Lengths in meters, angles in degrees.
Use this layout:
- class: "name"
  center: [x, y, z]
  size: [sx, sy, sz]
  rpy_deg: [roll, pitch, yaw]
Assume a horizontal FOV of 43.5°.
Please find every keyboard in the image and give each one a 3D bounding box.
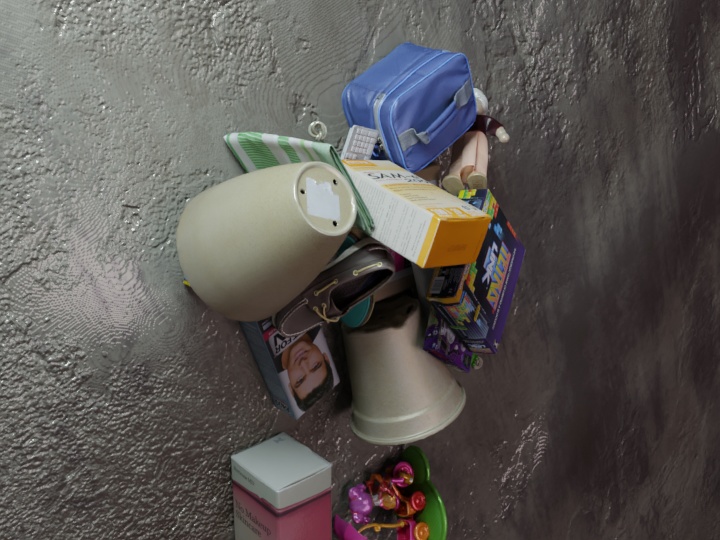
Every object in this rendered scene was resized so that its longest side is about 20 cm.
- class: "keyboard"
  center: [-0.023, -0.107, 1.285]
  size: [0.056, 0.011, 0.202]
  rpy_deg: [5, 109, -46]

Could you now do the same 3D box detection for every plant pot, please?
- class: "plant pot"
  center: [-0.100, -0.052, 1.121]
  size: [0.186, 0.199, 0.189]
  rpy_deg: [16, 63, -35]
- class: "plant pot"
  center: [0.054, 0.148, 1.463]
  size: [0.200, 0.199, 0.185]
  rpy_deg: [-31, 114, -33]

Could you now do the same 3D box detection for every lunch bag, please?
- class: "lunch bag"
  center: [0.077, -0.242, 1.351]
  size: [0.200, 0.132, 0.137]
  rpy_deg: [-43, 132, -25]

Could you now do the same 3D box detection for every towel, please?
- class: "towel"
  center: [-0.082, -0.118, 1.191]
  size: [0.023, 0.199, 0.153]
  rpy_deg: [-52, 135, -23]

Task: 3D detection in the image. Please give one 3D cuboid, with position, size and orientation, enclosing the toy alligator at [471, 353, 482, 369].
- class: "toy alligator"
  center: [0.193, 0.160, 1.686]
  size: [0.199, 0.054, 0.060]
  rpy_deg: [27, 87, -47]

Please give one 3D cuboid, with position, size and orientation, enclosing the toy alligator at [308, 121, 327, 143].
- class: "toy alligator"
  center: [-0.051, -0.134, 1.318]
  size: [0.059, 0.054, 0.202]
  rpy_deg: [-10, 122, -3]

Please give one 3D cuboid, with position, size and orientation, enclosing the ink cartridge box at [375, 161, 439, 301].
- class: "ink cartridge box"
  center: [0.044, -0.066, 1.431]
  size: [0.164, 0.075, 0.202]
  rpy_deg: [-21, 121, -40]

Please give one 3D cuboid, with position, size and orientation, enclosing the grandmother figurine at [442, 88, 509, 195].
- class: "grandmother figurine"
  center: [0.181, -0.216, 1.462]
  size: [0.061, 0.120, 0.202]
  rpy_deg: [80, 14, -54]

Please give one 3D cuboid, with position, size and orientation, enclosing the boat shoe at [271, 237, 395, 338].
- class: "boat shoe"
  center: [-0.038, 0.034, 1.255]
  size: [0.199, 0.060, 0.072]
  rpy_deg: [-35, 133, 9]

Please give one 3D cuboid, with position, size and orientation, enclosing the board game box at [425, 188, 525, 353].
- class: "board game box"
  center: [0.185, 0.002, 1.410]
  size: [0.165, 0.056, 0.202]
  rpy_deg: [48, 52, -42]

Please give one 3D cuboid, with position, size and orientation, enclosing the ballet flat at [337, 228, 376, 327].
- class: "ballet flat"
  center: [0.000, 0.000, 1.334]
  size: [0.070, 0.070, 0.201]
  rpy_deg: [-36, 143, -30]

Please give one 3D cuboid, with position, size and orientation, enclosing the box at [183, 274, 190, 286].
- class: "box"
  center: [-0.147, -0.020, 1.264]
  size: [0.199, 0.064, 0.071]
  rpy_deg: [-10, 114, -43]

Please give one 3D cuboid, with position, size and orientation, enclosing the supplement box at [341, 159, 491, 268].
- class: "supplement box"
  center: [0.060, -0.082, 1.227]
  size: [0.125, 0.199, 0.074]
  rpy_deg: [-6, 121, -49]

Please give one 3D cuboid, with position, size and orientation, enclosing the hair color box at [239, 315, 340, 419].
- class: "hair color box"
  center: [-0.107, 0.115, 1.362]
  size: [0.099, 0.060, 0.201]
  rpy_deg: [-38, 130, -27]

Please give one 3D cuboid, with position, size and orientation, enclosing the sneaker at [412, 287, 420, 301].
- class: "sneaker"
  center: [0.127, 0.025, 1.567]
  size: [0.088, 0.075, 0.202]
  rpy_deg: [-11, 112, -64]

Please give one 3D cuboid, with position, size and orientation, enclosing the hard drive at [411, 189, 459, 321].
- class: "hard drive"
  center: [0.136, -0.018, 1.471]
  size: [0.132, 0.027, 0.202]
  rpy_deg: [-40, 130, -32]

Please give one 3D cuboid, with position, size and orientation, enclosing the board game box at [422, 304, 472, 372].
- class: "board game box"
  center: [0.156, 0.049, 1.440]
  size: [0.120, 0.032, 0.202]
  rpy_deg: [37, 61, -53]

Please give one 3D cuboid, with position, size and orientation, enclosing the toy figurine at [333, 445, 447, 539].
- class: "toy figurine"
  center: [0.036, 0.426, 1.601]
  size: [0.183, 0.150, 0.203]
  rpy_deg: [-3, 87, -34]

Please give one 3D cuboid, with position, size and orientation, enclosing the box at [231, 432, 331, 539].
- class: "box"
  center: [-0.122, 0.380, 1.404]
  size: [0.108, 0.127, 0.202]
  rpy_deg: [-18, 117, -38]
